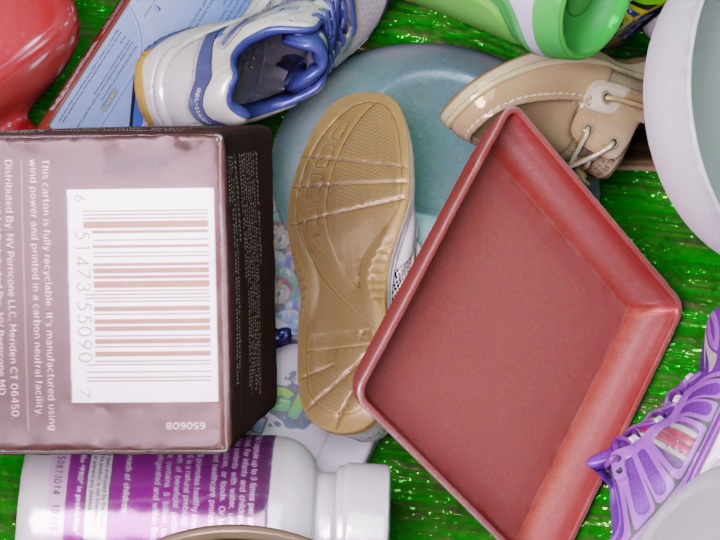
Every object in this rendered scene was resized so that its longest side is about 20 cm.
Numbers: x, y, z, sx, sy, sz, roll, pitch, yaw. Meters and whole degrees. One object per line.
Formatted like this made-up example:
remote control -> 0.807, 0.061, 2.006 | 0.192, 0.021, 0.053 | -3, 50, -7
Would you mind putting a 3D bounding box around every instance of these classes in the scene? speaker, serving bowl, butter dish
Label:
speaker -> 0.057, -0.187, 1.499 | 0.200, 0.088, 0.088 | 26, 66, 32
serving bowl -> 0.227, -0.094, 1.538 | 0.066, 0.200, 0.200 | -5, 56, 43
butter dish -> -0.237, -0.122, 1.534 | 0.200, 0.199, 0.148 | -33, 94, -14

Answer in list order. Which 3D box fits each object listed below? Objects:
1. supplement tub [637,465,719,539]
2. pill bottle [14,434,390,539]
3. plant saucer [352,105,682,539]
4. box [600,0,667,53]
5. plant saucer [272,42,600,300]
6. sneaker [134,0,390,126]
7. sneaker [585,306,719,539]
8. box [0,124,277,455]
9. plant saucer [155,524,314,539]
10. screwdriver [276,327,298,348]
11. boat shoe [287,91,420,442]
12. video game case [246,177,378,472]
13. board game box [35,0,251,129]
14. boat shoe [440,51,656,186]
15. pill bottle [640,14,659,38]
supplement tub -> 0.243, 0.202, 1.386 | 0.200, 0.123, 0.123 | 35, 67, -15
pill bottle -> -0.084, 0.145, 1.433 | 0.200, 0.112, 0.112 | 2, 65, 2
plant saucer -> 0.084, 0.043, 1.471 | 0.037, 0.200, 0.200 | 3, 57, 46
box -> 0.103, -0.223, 1.550 | 0.064, 0.070, 0.200 | -30, 83, -42
plant saucer -> 0.047, -0.067, 1.560 | 0.201, 0.039, 0.201 | 2, 58, -4
sneaker -> -0.037, -0.130, 1.541 | 0.088, 0.075, 0.200 | 9, 36, 44
sneaker -> 0.177, 0.101, 1.485 | 0.083, 0.081, 0.200 | 20, 67, 13
box -> -0.137, 0.006, 1.390 | 0.164, 0.200, 0.166 | -1, 93, 5
plant saucer -> -0.063, 0.222, 1.388 | 0.200, 0.029, 0.200 | 1, 110, 2
screwdriver -> -0.024, 0.036, 1.511 | 0.200, 0.028, 0.029 | -2, 94, -5
boat shoe -> 0.000, 0.000, 1.486 | 0.071, 0.069, 0.200 | 0, 76, 18
video game case -> -0.067, 0.030, 1.537 | 0.200, 0.024, 0.182 | 22, 66, 8
board game box -> -0.109, -0.123, 1.562 | 0.103, 0.019, 0.200 | 41, 55, -19
boat shoe -> 0.135, -0.087, 1.529 | 0.200, 0.071, 0.065 | -5, 63, -40
pill bottle -> 0.155, -0.244, 1.620 | 0.112, 0.112, 0.200 | -40, 73, -17
